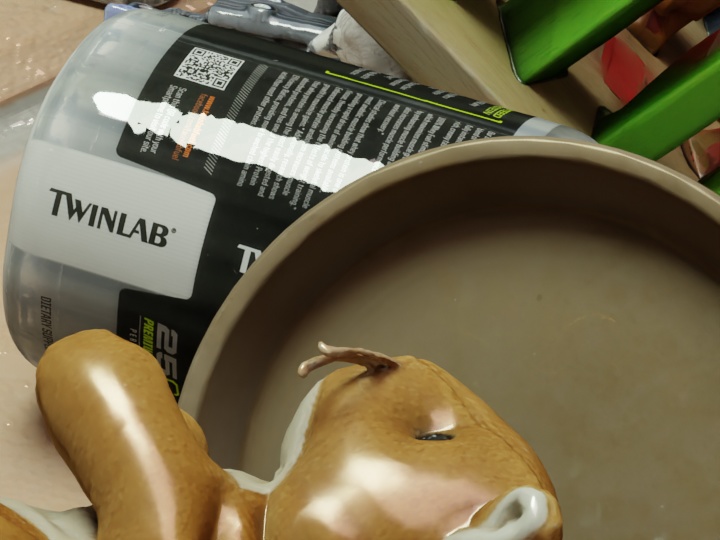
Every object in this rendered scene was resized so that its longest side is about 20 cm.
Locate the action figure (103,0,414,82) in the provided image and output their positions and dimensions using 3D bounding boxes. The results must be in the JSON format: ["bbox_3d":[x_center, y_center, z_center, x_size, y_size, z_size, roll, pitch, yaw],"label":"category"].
[{"bbox_3d":[0.008,-0.119,1.086,0.199,0.105,0.194,9,28,2],"label":"action figure"}]

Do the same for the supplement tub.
[{"bbox_3d":[0.000,0.000,0.904,0.199,0.123,0.123,16,38,15],"label":"supplement tub"}]

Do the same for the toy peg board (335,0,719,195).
[{"bbox_3d":[0.103,-0.108,0.996,0.200,0.098,0.200,45,33,-18],"label":"toy peg board"}]

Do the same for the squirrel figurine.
[{"bbox_3d":[-0.031,0.111,0.735,0.185,0.142,0.201,-12,58,-8],"label":"squirrel figurine"}]

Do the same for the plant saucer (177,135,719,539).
[{"bbox_3d":[0.044,0.064,0.808,0.199,0.201,0.029,17,-4,14],"label":"plant saucer"}]

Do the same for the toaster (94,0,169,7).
[{"bbox_3d":[-0.114,-0.210,1.171,0.199,0.119,0.181,15,38,12],"label":"toaster"}]
